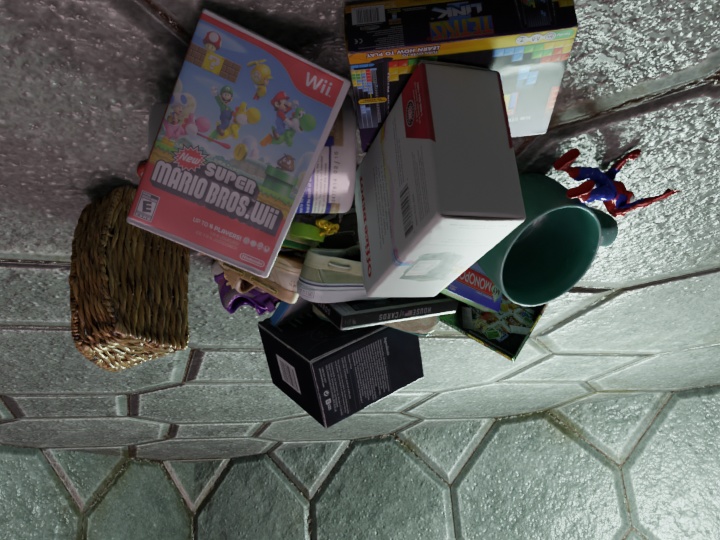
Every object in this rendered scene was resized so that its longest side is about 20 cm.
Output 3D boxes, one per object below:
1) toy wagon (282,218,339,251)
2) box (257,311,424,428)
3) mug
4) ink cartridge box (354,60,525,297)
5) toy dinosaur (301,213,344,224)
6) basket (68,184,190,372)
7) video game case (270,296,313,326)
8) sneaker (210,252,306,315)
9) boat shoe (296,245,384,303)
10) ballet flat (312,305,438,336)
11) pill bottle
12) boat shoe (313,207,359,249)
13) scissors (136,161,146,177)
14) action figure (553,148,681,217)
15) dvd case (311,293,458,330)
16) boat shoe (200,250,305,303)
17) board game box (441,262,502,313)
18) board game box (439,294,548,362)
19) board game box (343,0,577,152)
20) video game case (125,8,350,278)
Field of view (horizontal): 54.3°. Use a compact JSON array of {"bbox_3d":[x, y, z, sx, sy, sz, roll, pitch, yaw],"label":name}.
[{"bbox_3d":[-0.116,-0.054,0.894,0.197,0.040,0.154,11,179,35],"label":"toy wagon"},{"bbox_3d":[-0.034,0.130,1.154,0.194,0.126,0.199,-23,-156,-26],"label":"box"},{"bbox_3d":[0.231,-0.044,0.930,0.183,0.115,0.153,20,113,-37],"label":"mug"},{"bbox_3d":[0.064,-0.075,0.669,0.081,0.148,0.200,0,160,-17],"label":"ink cartridge box"},{"bbox_3d":[-0.047,-0.103,0.869,0.087,0.048,0.200,14,149,-25],"label":"toy dinosaur"},{"bbox_3d":[-0.314,0.013,0.890,0.147,0.204,0.142,-17,157,31],"label":"basket"},{"bbox_3d":[-0.040,0.025,1.119,0.198,0.018,0.143,-22,166,-27],"label":"video game case"},{"bbox_3d":[-0.138,0.026,1.116,0.196,0.090,0.081,-5,158,-1],"label":"sneaker"},{"bbox_3d":[0.000,0.000,0.924,0.071,0.063,0.198,26,-159,34],"label":"boat shoe"},{"bbox_3d":[0.023,0.049,1.066,0.196,0.068,0.063,8,122,10],"label":"ballet flat"},{"bbox_3d":[-0.107,-0.119,0.708,0.196,0.122,0.120,-1,159,-8],"label":"pill bottle"},{"bbox_3d":[0.025,-0.052,0.985,0.198,0.061,0.072,-9,159,12],"label":"boat shoe"},{"bbox_3d":[-0.174,-0.127,0.828,0.197,0.014,0.073,-14,154,19],"label":"scissors"},{"bbox_3d":[0.323,-0.114,0.867,0.098,0.066,0.199,-28,160,30],"label":"action figure"},{"bbox_3d":[0.018,0.029,0.990,0.197,0.025,0.150,-6,-153,-34],"label":"dvd case"},{"bbox_3d":[-0.158,-0.002,0.970,0.198,0.071,0.073,16,-174,37],"label":"boat shoe"},{"bbox_3d":[0.146,-0.029,0.967,0.029,0.137,0.199,5,169,40],"label":"board game box"},{"bbox_3d":[0.173,0.046,1.064,0.198,0.106,0.023,29,170,31],"label":"board game box"},{"bbox_3d":[0.089,-0.186,0.668,0.196,0.058,0.166,-6,157,4],"label":"board game box"},{"bbox_3d":[-0.112,-0.108,0.638,0.141,0.203,0.017,22,-165,-14],"label":"video game case"}]
